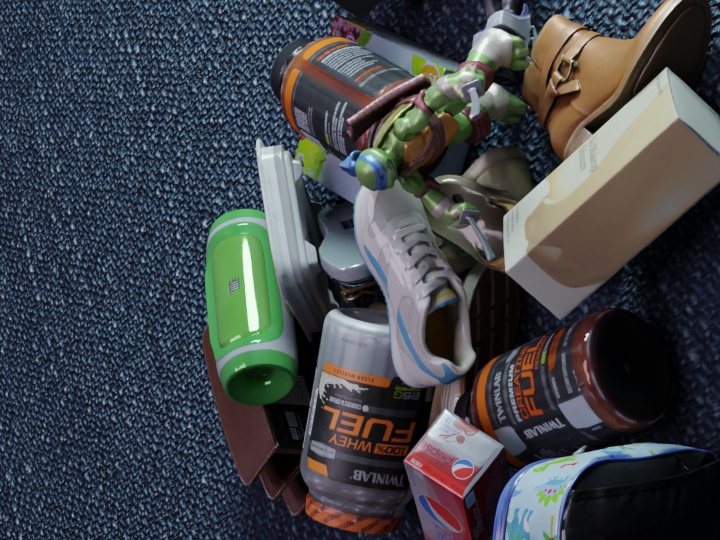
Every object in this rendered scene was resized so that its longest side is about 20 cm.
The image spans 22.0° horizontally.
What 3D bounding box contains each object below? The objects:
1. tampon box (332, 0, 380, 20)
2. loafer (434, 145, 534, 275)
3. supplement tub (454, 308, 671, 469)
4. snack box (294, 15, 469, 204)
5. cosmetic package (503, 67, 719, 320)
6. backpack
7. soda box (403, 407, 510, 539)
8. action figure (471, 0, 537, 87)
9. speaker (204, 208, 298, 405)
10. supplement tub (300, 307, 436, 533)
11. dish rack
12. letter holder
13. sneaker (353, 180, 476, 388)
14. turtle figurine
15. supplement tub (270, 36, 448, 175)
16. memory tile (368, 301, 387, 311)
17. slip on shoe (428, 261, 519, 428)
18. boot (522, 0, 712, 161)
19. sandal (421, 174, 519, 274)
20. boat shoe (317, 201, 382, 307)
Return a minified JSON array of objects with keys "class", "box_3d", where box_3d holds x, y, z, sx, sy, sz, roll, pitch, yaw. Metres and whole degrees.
[{"class":"tampon box","box_3d":[0.016,-0.383,1.827,0.200,0.126,0.151,-40,28,43]},{"class":"loafer","box_3d":[0.097,-0.030,1.763,0.200,0.075,0.069,-52,52,32]},{"class":"supplement tub","box_3d":[0.169,0.112,1.617,0.199,0.106,0.108,-30,63,47]},{"class":"snack box","box_3d":[0.027,-0.149,1.876,0.199,0.067,0.170,31,110,48]},{"class":"cosmetic package","box_3d":[0.212,-0.064,1.552,0.200,0.071,0.106,-44,19,22]},{"class":"backpack","box_3d":[0.192,0.234,1.502,0.146,0.199,0.185,-7,83,48]},{"class":"soda box","box_3d":[0.093,0.208,1.647,0.070,0.064,0.201,30,156,26]},{"class":"action figure","box_3d":[0.135,-0.283,1.753,0.130,0.069,0.202,-19,68,58]},{"class":"speaker","box_3d":[-0.113,0.036,1.906,0.089,0.088,0.201,-47,39,39]},{"class":"supplement tub","box_3d":[0.009,0.145,1.796,0.122,0.122,0.202,18,101,52]},{"class":"dish rack","box_3d":[-0.061,-0.032,1.918,0.200,0.043,0.173,69,-170,-68]},{"class":"letter holder","box_3d":[-0.104,0.148,1.981,0.142,0.100,0.201,-52,44,39]},{"class":"sneaker","box_3d":[0.055,0.005,1.676,0.081,0.076,0.202,-14,94,60]},{"class":"turtle figurine","box_3d":[0.100,-0.115,1.627,0.199,0.194,0.145,-4,122,46]},{"class":"supplement tub","box_3d":[-0.006,-0.161,1.781,0.200,0.106,0.108,36,114,46]},{"class":"memory tile","box_3d":[0.035,0.124,1.877,0.153,0.017,0.202,-38,58,44]},{"class":"slip on shoe","box_3d":[0.102,0.086,1.751,0.060,0.075,0.202,16,106,48]},{"class":"boot","box_3d":[0.216,-0.187,1.631,0.201,0.073,0.155,-61,40,25]},{"class":"sandal","box_3d":[0.136,-0.033,1.678,0.198,0.054,0.081,22,100,21]},{"class":"boat shoe","box_3d":[0.000,0.000,1.841,0.200,0.070,0.092,-102,-1,-72]}]
